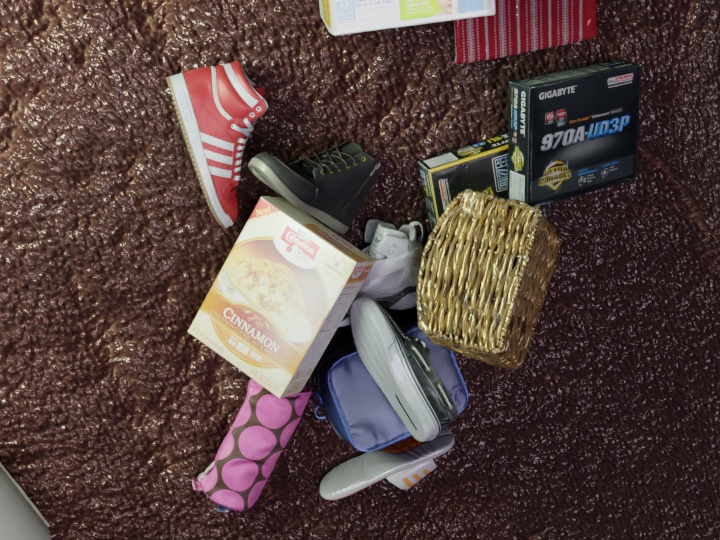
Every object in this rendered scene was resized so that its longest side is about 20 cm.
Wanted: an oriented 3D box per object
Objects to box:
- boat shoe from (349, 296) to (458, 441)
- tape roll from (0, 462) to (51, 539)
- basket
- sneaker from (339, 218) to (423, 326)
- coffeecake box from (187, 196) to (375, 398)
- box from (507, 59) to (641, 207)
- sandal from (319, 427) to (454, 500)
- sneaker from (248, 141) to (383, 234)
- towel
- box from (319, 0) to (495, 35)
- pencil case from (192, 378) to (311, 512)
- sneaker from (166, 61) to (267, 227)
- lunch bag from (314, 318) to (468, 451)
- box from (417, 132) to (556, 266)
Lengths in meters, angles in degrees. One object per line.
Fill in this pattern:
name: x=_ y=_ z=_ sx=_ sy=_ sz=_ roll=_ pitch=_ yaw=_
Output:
boat shoe: x=0.055 y=0.118 z=1.654 sx=0.071 sy=0.072 sz=0.201 roll=-29 pitch=94 yaw=-31
tape roll: x=-0.503 y=0.335 z=1.605 sx=0.202 sy=0.203 sz=0.140 roll=-31 pitch=120 yaw=-3
basket: x=0.158 y=0.012 z=1.673 sx=0.149 sy=0.142 sz=0.202 roll=31 pitch=75 yaw=-68
sneaker: x=0.000 y=0.000 z=1.701 sx=0.198 sy=0.075 sz=0.116 roll=-12 pitch=116 yaw=-19
coffeecake box: x=-0.100 y=0.032 z=1.634 sx=0.153 sy=0.073 sz=0.201 roll=34 pitch=103 yaw=16
box: x=0.278 y=-0.180 z=1.693 sx=0.199 sy=0.046 sz=0.160 roll=-15 pitch=115 yaw=-32
sandal: x=0.042 y=0.282 z=1.846 sx=0.205 sy=0.079 sz=0.059 roll=-25 pitch=121 yaw=3
sneaker: x=-0.055 y=-0.128 z=1.607 sx=0.107 sy=0.075 sz=0.200 roll=-56 pitch=146 yaw=3
towel: x=0.209 y=-0.346 z=1.643 sx=0.198 sy=0.023 sz=0.146 roll=-12 pitch=119 yaw=-11
box: x=0.050 y=-0.353 z=1.526 sx=0.198 sy=0.102 sz=0.113 roll=-9 pitch=117 yaw=-7
pencil case: x=-0.146 y=0.224 z=1.746 sx=0.093 sy=0.091 sz=0.201 roll=23 pitch=102 yaw=-19
sneaker: x=-0.153 y=-0.155 z=1.577 sx=0.112 sy=0.071 sz=0.201 roll=-19 pitch=116 yaw=-6
lunch bag: x=0.031 y=0.155 z=1.745 sx=0.198 sy=0.132 sz=0.137 roll=-20 pitch=94 yaw=-8
box: x=0.172 y=-0.073 z=1.740 sx=0.158 sy=0.049 sz=0.201 roll=-18 pitch=118 yaw=-13
